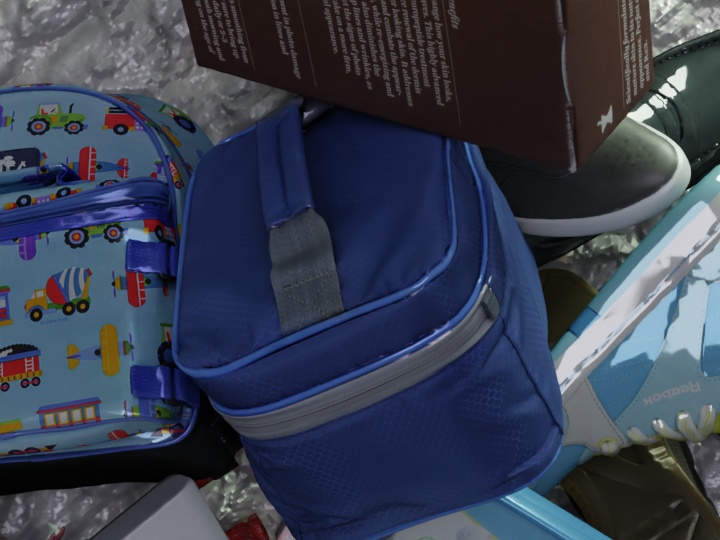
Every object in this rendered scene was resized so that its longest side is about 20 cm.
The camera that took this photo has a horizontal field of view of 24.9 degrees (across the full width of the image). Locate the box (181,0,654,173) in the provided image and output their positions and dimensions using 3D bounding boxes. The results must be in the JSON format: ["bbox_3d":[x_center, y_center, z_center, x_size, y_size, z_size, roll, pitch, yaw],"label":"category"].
[{"bbox_3d":[0.016,-0.121,0.673,0.199,0.100,0.075,21,49,32],"label":"box"}]

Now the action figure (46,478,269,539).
[{"bbox_3d":[-0.143,0.162,0.801,0.200,0.052,0.066,-33,90,-5],"label":"action figure"}]

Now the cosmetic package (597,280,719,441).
[{"bbox_3d":[0.228,-0.015,0.829,0.200,0.081,0.113,-44,87,-8],"label":"cosmetic package"}]

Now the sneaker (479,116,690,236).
[{"bbox_3d":[0.056,-0.080,0.774,0.199,0.099,0.071,19,66,32],"label":"sneaker"}]

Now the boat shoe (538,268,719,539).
[{"bbox_3d":[0.127,0.094,0.813,0.072,0.066,0.201,-28,62,2],"label":"boat shoe"}]

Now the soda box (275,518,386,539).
[{"bbox_3d":[0.058,0.156,0.804,0.199,0.064,0.069,31,82,0],"label":"soda box"}]

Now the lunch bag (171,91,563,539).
[{"bbox_3d":[0.000,0.000,0.707,0.135,0.200,0.133,-21,125,11],"label":"lunch bag"}]

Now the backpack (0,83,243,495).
[{"bbox_3d":[-0.147,-0.002,0.770,0.182,0.135,0.201,-5,73,8],"label":"backpack"}]

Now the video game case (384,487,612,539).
[{"bbox_3d":[0.057,0.184,0.756,0.143,0.018,0.200,31,126,2],"label":"video game case"}]

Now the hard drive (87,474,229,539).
[{"bbox_3d":[-0.082,0.212,0.742,0.132,0.026,0.201,-38,112,-26],"label":"hard drive"}]

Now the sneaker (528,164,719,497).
[{"bbox_3d":[0.147,0.065,0.743,0.130,0.080,0.200,41,99,6],"label":"sneaker"}]

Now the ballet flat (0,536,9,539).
[{"bbox_3d":[-0.238,0.135,0.778,0.199,0.067,0.068,12,81,29],"label":"ballet flat"}]

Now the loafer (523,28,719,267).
[{"bbox_3d":[0.141,-0.064,0.835,0.200,0.070,0.068,-34,86,-7],"label":"loafer"}]
